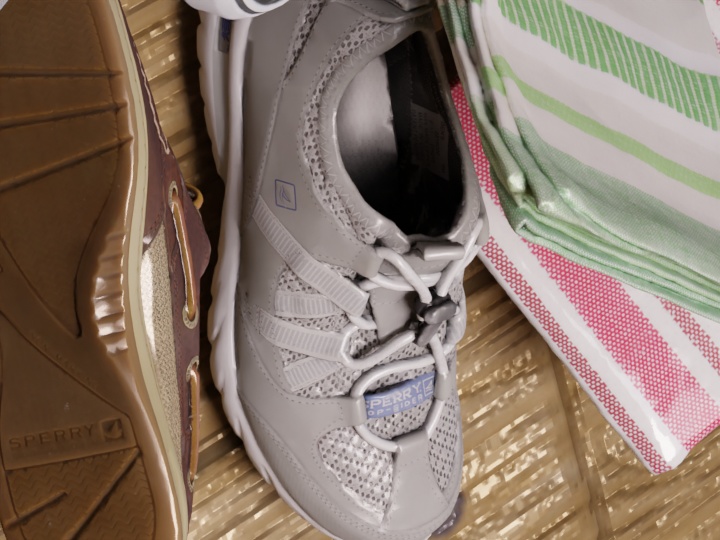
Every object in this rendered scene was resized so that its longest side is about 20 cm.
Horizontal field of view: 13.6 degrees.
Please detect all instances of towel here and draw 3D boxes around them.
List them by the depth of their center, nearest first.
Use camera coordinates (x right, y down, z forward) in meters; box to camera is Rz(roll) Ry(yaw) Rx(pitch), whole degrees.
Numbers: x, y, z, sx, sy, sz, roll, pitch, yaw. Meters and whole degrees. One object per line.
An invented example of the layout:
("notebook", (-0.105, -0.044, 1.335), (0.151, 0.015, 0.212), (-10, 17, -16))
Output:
("towel", (0.068, -0.081, 0.899), (0.152, 0.023, 0.201), (21, 45, -46))
("towel", (0.120, -0.047, 1.000), (0.200, 0.030, 0.147), (-40, 96, -20))

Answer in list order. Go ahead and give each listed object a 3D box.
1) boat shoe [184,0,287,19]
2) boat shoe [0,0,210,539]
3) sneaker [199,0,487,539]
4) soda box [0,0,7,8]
("boat shoe", (0.029, -0.133, 0.820), (0.199, 0.068, 0.074), (-45, 146, -33))
("boat shoe", (-0.079, -0.006, 0.872), (0.072, 0.072, 0.201), (-36, 116, -71))
("sneaker", (0.000, 0.000, 0.909), (0.074, 0.082, 0.201), (-26, 118, -29))
("soda box", (-0.113, -0.105, 0.723), (0.068, 0.200, 0.064), (37, 77, 0))
